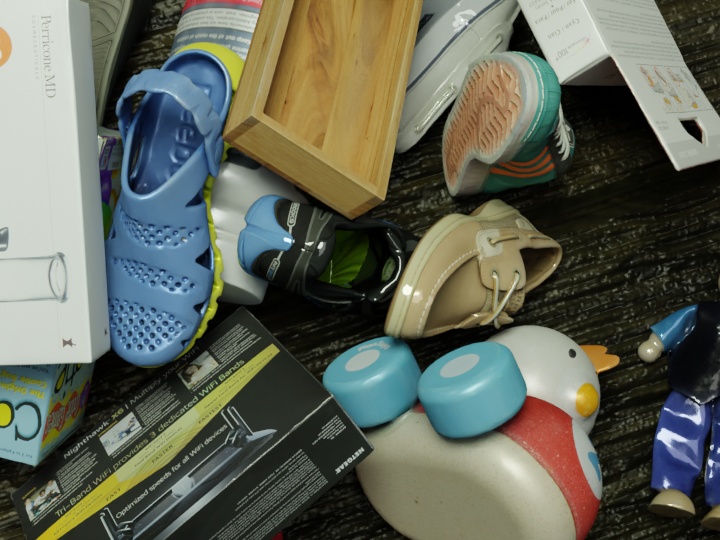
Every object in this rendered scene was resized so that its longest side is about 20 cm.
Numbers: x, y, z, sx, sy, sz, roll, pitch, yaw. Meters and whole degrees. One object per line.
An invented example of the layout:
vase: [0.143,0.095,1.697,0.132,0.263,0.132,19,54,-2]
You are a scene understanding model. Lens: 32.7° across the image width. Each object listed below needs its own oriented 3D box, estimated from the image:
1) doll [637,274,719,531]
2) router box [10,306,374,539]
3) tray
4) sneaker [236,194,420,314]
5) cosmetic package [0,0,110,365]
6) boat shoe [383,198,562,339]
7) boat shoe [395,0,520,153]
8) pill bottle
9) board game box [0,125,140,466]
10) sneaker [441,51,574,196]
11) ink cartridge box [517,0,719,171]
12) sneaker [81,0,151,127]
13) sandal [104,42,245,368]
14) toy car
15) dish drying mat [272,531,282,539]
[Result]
doll: [0.267,0.085,0.891,0.136,0.048,0.200,15,72,3]
router box: [-0.110,0.126,0.756,0.200,0.157,0.052,-39,120,-8]
tray: [-0.017,-0.140,0.768,0.099,0.037,0.200,31,52,-27]
sneaker: [0.000,0.000,0.804,0.083,0.200,0.071,21,93,31]
cosmetic package: [-0.223,-0.047,0.683,0.151,0.052,0.200,-3,96,0]
boat shoe: [0.080,0.002,0.809,0.064,0.200,0.071,29,120,18]
boat shoe: [0.076,-0.166,0.903,0.200,0.071,0.070,-49,118,-17]
pill bottle: [-0.085,-0.085,0.829,0.119,0.120,0.200,16,78,-6]
board game box: [-0.216,0.003,0.765,0.105,0.103,0.200,14,97,1]
sneaker: [0.110,-0.099,0.820,0.080,0.200,0.071,-7,82,-8]
ink cartridge box: [0.185,-0.143,0.853,0.045,0.200,0.176,-30,83,28]
sneaker: [-0.195,-0.130,0.849,0.075,0.106,0.200,27,106,-4]
sandal: [-0.120,-0.041,0.725,0.079,0.087,0.200,8,92,12]
toy car: [0.112,0.097,0.810,0.200,0.177,0.185,-39,112,-33]
dish drying mat: [-0.072,0.237,0.804,0.018,0.077,0.200,-12,79,32]
